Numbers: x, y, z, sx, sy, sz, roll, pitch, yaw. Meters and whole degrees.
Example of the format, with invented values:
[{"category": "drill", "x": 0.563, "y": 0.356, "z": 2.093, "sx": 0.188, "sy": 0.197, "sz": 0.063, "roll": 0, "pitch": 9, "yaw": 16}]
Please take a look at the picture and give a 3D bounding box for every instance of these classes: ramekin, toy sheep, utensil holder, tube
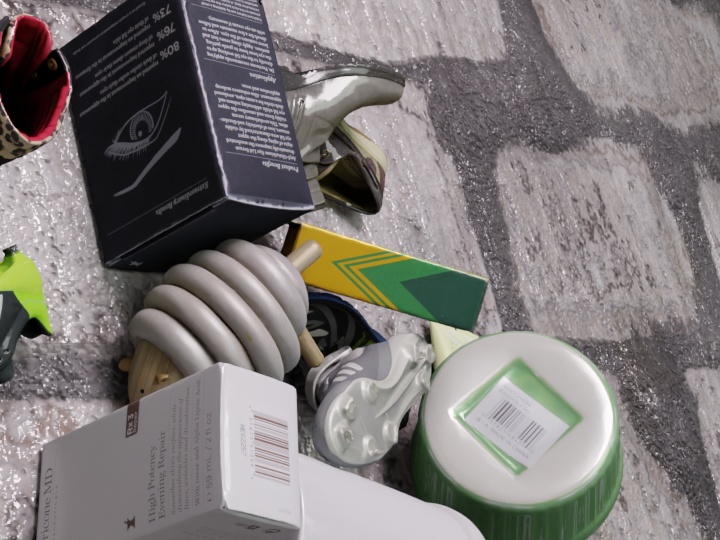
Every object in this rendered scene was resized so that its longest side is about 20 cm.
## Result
[{"category": "ramekin", "x": 0.143, "y": 0.153, "z": 1.230, "sx": 0.098, "sy": 0.199, "sz": 0.200, "roll": 82, "pitch": 7, "yaw": -58}, {"category": "toy sheep", "x": -0.102, "y": 0.045, "z": 1.054, "sx": 0.200, "sy": 0.138, "sz": 0.138, "roll": -45, "pitch": 107, "yaw": -27}, {"category": "utensil holder", "x": -0.025, "y": 0.234, "z": 1.014, "sx": 0.200, "sy": 0.170, "sz": 0.170, "roll": 27, "pitch": 50, "yaw": -37}, {"category": "tube", "x": 0.101, "y": 0.139, "z": 1.335, "sx": 0.058, "sy": 0.052, "sz": 0.200, "roll": 84, "pitch": 2, "yaw": -58}]

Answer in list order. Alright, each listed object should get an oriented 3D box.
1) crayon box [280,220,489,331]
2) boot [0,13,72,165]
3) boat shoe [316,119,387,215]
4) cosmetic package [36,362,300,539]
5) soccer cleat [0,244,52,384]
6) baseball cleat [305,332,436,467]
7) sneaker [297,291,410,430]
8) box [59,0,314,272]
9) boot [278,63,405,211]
[{"category": "crayon box", "x": 0.000, "y": 0.000, "z": 1.175, "sx": 0.199, "sy": 0.127, "sz": 0.051, "roll": 17, "pitch": 90, "yaw": -7}, {"category": "boot", "x": -0.267, "y": -0.133, "z": 0.935, "sx": 0.073, "sy": 0.150, "sz": 0.200, "roll": 29, "pitch": 49, "yaw": -39}, {"category": "boat shoe", "x": -0.040, "y": -0.114, "z": 1.276, "sx": 0.200, "sy": 0.073, "sz": 0.065, "roll": 26, "pitch": 40, "yaw": -41}, {"category": "cosmetic package", "x": -0.132, "y": 0.142, "z": 0.900, "sx": 0.074, "sy": 0.200, "sz": 0.102, "roll": 25, "pitch": 51, "yaw": -42}, {"category": "soccer cleat", "x": -0.274, "y": 0.053, "z": 0.894, "sx": 0.200, "sy": 0.067, "sz": 0.081, "roll": -41, "pitch": 116, "yaw": -54}, {"category": "baseball cleat", "x": -0.009, "y": 0.109, "z": 1.083, "sx": 0.200, "sy": 0.106, "sz": 0.070, "roll": -31, "pitch": 106, "yaw": -61}, {"category": "sneaker", "x": -0.017, "y": 0.083, "z": 1.192, "sx": 0.200, "sy": 0.071, "sz": 0.083, "roll": 36, "pitch": 38, "yaw": -38}, {"category": "box", "x": -0.142, "y": -0.115, "z": 1.088, "sx": 0.104, "sy": 0.148, "sz": 0.201, "roll": 4, "pitch": 68, "yaw": -51}, {"category": "boot", "x": -0.045, "y": -0.115, "z": 1.204, "sx": 0.200, "sy": 0.068, "sz": 0.131, "roll": -7, "pitch": 93, "yaw": -34}]
